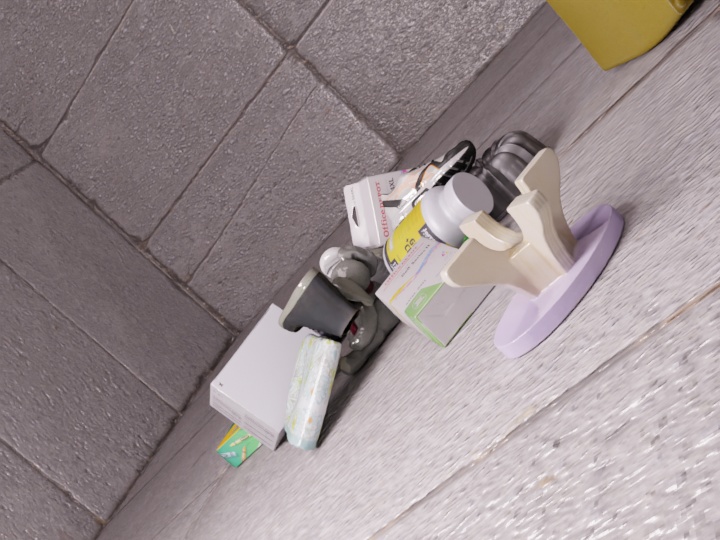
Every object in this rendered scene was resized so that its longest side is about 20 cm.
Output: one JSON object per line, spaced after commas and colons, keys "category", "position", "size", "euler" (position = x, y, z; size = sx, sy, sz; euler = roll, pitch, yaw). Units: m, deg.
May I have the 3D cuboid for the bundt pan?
{"category": "bundt pan", "position": [0.230, -0.158, 1.381], "size": [0.203, 0.075, 0.202], "euler": [-49, 7, 8]}

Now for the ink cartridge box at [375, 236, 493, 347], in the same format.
{"category": "ink cartridge box", "position": [0.095, 0.022, 1.158], "size": [0.118, 0.067, 0.200], "euler": [-50, 20, -5]}

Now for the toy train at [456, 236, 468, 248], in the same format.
{"category": "toy train", "position": [0.141, 0.004, 1.248], "size": [0.200, 0.041, 0.057], "euler": [-45, 18, 29]}

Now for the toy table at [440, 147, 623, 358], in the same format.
{"category": "toy table", "position": [0.181, -0.023, 0.863], "size": [0.201, 0.117, 0.183], "euler": [-51, 8, -24]}

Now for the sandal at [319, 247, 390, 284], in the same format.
{"category": "sandal", "position": [0.005, -0.005, 1.515], "size": [0.083, 0.201, 0.050], "euler": [-47, 43, 18]}

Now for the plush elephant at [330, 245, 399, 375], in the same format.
{"category": "plush elephant", "position": [-0.008, 0.052, 1.406], "size": [0.200, 0.154, 0.165], "euler": [-45, 9, 25]}

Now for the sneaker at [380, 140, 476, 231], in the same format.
{"category": "sneaker", "position": [0.111, -0.156, 1.376], "size": [0.200, 0.081, 0.073], "euler": [-42, -27, 18]}

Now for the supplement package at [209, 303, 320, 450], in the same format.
{"category": "supplement package", "position": [-0.162, 0.198, 1.508], "size": [0.201, 0.154, 0.111], "euler": [-53, -8, -29]}

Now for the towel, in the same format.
{"category": "towel", "position": [-0.084, 0.193, 1.328], "size": [0.200, 0.047, 0.175], "euler": [175, 108, -79]}

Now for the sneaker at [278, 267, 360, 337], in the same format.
{"category": "sneaker", "position": [-0.070, 0.080, 1.324], "size": [0.075, 0.106, 0.200], "euler": [-49, -4, -24]}

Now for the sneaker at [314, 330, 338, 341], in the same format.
{"category": "sneaker", "position": [-0.065, 0.105, 1.790], "size": [0.109, 0.070, 0.200], "euler": [-53, 14, 3]}

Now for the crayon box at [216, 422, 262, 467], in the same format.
{"category": "crayon box", "position": [-0.206, 0.307, 1.673], "size": [0.200, 0.058, 0.119], "euler": [-45, 9, 31]}

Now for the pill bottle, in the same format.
{"category": "pill bottle", "position": [0.127, -0.065, 1.312], "size": [0.200, 0.111, 0.113], "euler": [-50, 4, 44]}

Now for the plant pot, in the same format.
{"category": "plant pot", "position": [0.441, -0.467, 1.272], "size": [0.195, 0.195, 0.200], "euler": [-49, 16, -7]}

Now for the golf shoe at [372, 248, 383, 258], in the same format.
{"category": "golf shoe", "position": [0.068, -0.071, 1.965], "size": [0.200, 0.078, 0.097], "euler": [-46, -10, -18]}

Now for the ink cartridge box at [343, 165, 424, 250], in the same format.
{"category": "ink cartridge box", "position": [0.076, -0.116, 1.506], "size": [0.196, 0.131, 0.125], "euler": [-12, 1, -15]}
